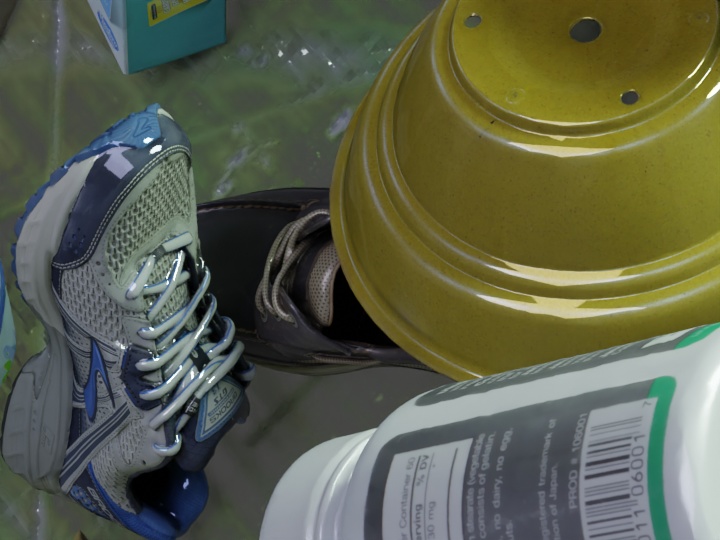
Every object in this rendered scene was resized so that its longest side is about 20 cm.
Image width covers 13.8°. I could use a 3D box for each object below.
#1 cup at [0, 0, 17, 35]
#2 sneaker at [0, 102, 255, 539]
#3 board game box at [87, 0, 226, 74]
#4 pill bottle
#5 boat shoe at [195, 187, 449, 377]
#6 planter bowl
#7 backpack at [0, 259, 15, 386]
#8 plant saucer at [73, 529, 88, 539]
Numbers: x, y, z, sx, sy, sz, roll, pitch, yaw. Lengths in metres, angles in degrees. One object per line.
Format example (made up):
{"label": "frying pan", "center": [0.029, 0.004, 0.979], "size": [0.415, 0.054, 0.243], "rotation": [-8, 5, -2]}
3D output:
{"label": "cup", "center": [-0.255, -0.157, 1.225], "size": [0.200, 0.143, 0.201], "rotation": [-8, 71, 24]}
{"label": "sneaker", "center": [-0.072, 0.024, 1.074], "size": [0.085, 0.200, 0.077], "rotation": [37, 54, 22]}
{"label": "board game box", "center": [-0.100, -0.193, 1.129], "size": [0.047, 0.200, 0.151], "rotation": [-21, 62, -14]}
{"label": "pill bottle", "center": [0.067, 0.084, 0.939], "size": [0.200, 0.113, 0.113], "rotation": [-15, 67, 46]}
{"label": "boat shoe", "center": [0.000, 0.000, 1.090], "size": [0.200, 0.073, 0.075], "rotation": [6, 77, 28]}
{"label": "planter bowl", "center": [0.081, -0.058, 1.017], "size": [0.200, 0.084, 0.201], "rotation": [-6, 51, 7]}
{"label": "backpack", "center": [-0.234, 0.030, 1.171], "size": [0.200, 0.154, 0.163], "rotation": [-43, 56, 34]}
{"label": "plant saucer", "center": [-0.120, 0.198, 1.048], "size": [0.048, 0.200, 0.200], "rotation": [25, 87, -4]}
